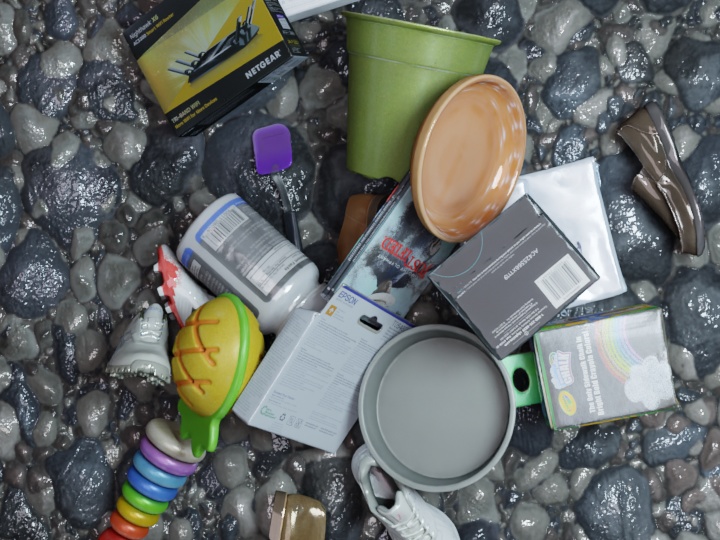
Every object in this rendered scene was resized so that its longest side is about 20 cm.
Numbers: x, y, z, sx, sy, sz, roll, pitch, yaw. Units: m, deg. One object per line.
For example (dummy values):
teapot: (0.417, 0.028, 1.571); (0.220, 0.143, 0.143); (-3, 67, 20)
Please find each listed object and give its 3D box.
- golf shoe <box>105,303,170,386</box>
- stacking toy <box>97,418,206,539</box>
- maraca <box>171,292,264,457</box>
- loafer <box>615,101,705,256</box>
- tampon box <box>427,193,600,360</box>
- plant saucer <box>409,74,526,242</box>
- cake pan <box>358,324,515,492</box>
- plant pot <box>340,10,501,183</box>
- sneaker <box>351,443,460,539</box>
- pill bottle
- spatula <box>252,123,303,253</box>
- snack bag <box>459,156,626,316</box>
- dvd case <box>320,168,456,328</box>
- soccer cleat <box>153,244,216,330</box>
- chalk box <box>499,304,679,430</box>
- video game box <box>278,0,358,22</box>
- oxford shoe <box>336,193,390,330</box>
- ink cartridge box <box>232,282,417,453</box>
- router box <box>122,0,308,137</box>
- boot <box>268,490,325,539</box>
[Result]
golf shoe: (-0.270, 0.088, 1.380); (0.078, 0.200, 0.098); (13, 88, -17)
stacking toy: (-0.281, 0.295, 1.437); (0.085, 0.085, 0.201); (30, 95, 5)
maraca: (-0.179, 0.125, 1.349); (0.106, 0.137, 0.201); (11, 106, -30)
loafer: (0.375, -0.107, 1.396); (0.071, 0.073, 0.202); (-21, 82, 15)
tampon box: (0.181, 0.006, 1.318); (0.150, 0.200, 0.126); (-41, 85, 7)
plant saucer: (0.123, -0.134, 1.320); (0.037, 0.200, 0.202); (23, 91, 39)
cake pan: (0.095, 0.168, 1.364); (0.199, 0.037, 0.202); (-3, 82, 20)
plant pot: (0.059, -0.207, 1.377); (0.198, 0.200, 0.192); (11, 102, 5)
sneaker: (0.053, 0.309, 1.393); (0.078, 0.099, 0.200); (-41, 85, 4)
pill bottle: (-0.124, 0.007, 1.405); (0.200, 0.114, 0.114); (42, 92, 8)
spatula: (-0.099, -0.091, 1.454); (0.056, 0.021, 0.202); (-13, 92, 24)
snack bag: (0.228, -0.032, 1.425); (0.198, 0.021, 0.190); (-14, 87, 5)
dvd case: (0.053, -0.025, 1.372); (0.201, 0.146, 0.022); (-53, 50, 6)
soccer cleat: (-0.205, 0.055, 1.444); (0.085, 0.069, 0.201); (-22, 87, -9)
chalk box: (0.271, 0.120, 1.368); (0.198, 0.124, 0.126); (-10, 89, 6)
video game box: (-0.090, -0.421, 1.450); (0.198, 0.047, 0.184); (-16, 90, 5)
oxford shoe: (0.000, 0.000, 1.433); (0.071, 0.071, 0.202); (10, 93, 36)
ink cartridge box: (-0.039, 0.117, 1.364); (0.041, 0.199, 0.201); (36, 92, 36)
router box: (-0.187, -0.288, 1.422); (0.199, 0.052, 0.158); (-31, 86, 24)
boot: (-0.087, 0.387, 1.424); (0.075, 0.074, 0.202); (9, 87, -5)
